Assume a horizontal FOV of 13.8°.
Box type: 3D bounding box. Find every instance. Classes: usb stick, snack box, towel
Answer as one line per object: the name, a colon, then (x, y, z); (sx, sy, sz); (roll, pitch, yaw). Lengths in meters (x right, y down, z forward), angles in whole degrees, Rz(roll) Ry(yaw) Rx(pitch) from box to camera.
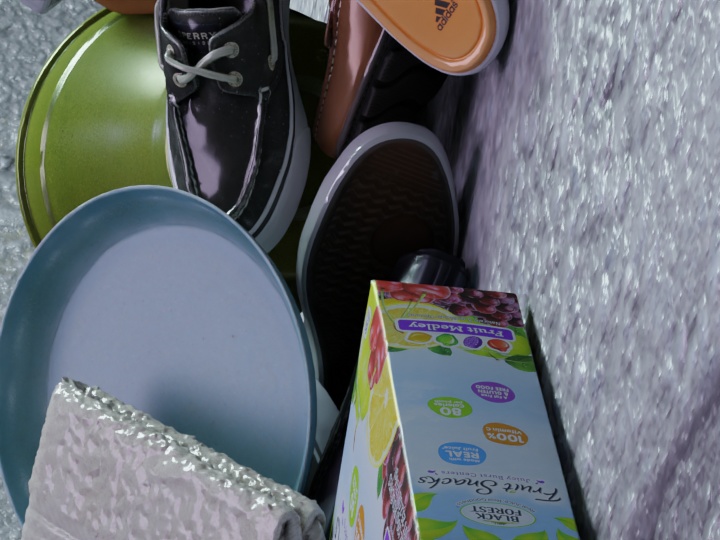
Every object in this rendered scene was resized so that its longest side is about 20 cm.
usb stick: (0.001, 0.083, 1.317); (0.200, 0.033, 0.055); (-69, 12, -14)
snack box: (0.030, 0.124, 1.154); (0.200, 0.068, 0.169); (-97, 14, -61)
towel: (-0.090, 0.136, 1.310); (0.200, 0.034, 0.133); (25, 104, 49)

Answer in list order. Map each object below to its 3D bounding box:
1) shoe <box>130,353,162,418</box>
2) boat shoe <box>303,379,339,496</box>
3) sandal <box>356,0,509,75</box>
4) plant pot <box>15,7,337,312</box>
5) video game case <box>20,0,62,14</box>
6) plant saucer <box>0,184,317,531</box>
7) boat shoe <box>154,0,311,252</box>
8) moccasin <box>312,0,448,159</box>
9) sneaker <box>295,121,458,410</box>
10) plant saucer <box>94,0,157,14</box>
shoe: (-0.081, 0.095, 1.423); (0.071, 0.091, 0.200); (-26, 52, 45)
boat shoe: (-0.022, 0.142, 1.358); (0.069, 0.057, 0.200); (120, 138, -61)
sandal: (-0.019, -0.164, 1.307); (0.059, 0.207, 0.079); (-21, -30, -53)
plant pot: (-0.062, -0.058, 1.539); (0.193, 0.200, 0.201); (177, 98, -72)
video game case: (-0.081, -0.233, 1.455); (0.200, 0.023, 0.182); (-45, -11, -47)
plant saucer: (-0.092, 0.061, 1.366); (0.200, 0.027, 0.200); (0, 90, 38)
boat shoe: (-0.068, -0.105, 1.393); (0.064, 0.071, 0.200); (14, -107, -66)
moccasin: (0.009, -0.147, 1.369); (0.078, 0.074, 0.202); (28, 123, 31)
sneaker: (0.000, 0.000, 1.410); (0.085, 0.073, 0.200); (-99, 15, -51)
plant saucer: (-0.062, -0.176, 1.572); (0.200, 0.200, 0.038); (-115, 10, -74)
